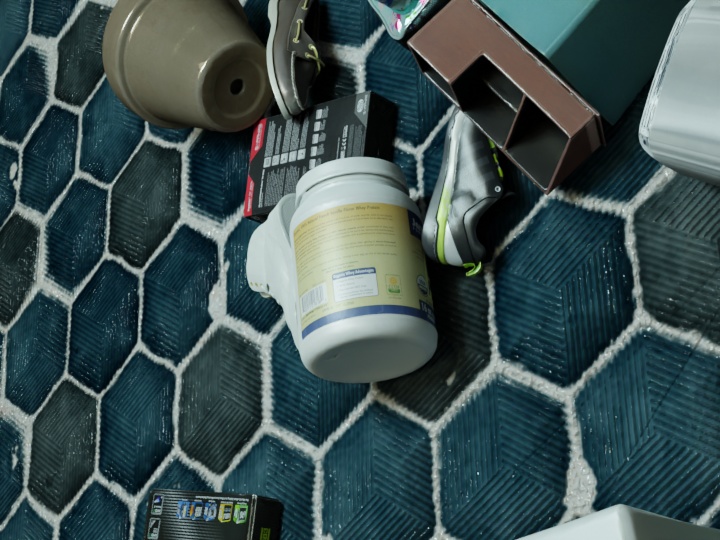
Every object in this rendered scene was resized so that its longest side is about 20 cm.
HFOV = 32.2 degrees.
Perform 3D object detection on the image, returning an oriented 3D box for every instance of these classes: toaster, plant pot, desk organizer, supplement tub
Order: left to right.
[{"bbox_3d":[-0.192,-0.254,1.530,0.174,0.199,0.202,34,100,45],"label":"plant pot"},{"bbox_3d":[0.000,0.000,1.289,0.143,0.143,0.203,-25,59,36],"label":"supplement tub"},{"bbox_3d":[0.140,-0.174,1.209,0.077,0.072,0.200,-42,66,0],"label":"desk organizer"},{"bbox_3d":[0.236,-0.275,1.166,0.200,0.141,0.142,-47,48,10],"label":"plant pot"},{"bbox_3d":[0.322,-0.143,1.048,0.129,0.113,0.203,21,93,50],"label":"toaster"}]

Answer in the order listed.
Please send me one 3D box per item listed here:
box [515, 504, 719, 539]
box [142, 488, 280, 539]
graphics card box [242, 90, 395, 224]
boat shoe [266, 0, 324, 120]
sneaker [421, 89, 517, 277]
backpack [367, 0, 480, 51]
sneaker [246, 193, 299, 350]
[{"bbox_3d":[0.202,0.306,0.943,0.170,0.199,0.202,-29,57,37],"label":"box"},{"bbox_3d":[-0.180,0.351,1.415,0.198,0.047,0.196,-6,69,44],"label":"box"},{"bbox_3d":[-0.050,-0.127,1.451,0.198,0.051,0.127,-9,69,44],"label":"graphics card box"},{"bbox_3d":[-0.075,-0.260,1.489,0.059,0.072,0.202,-12,46,9],"label":"boat shoe"},{"bbox_3d":[0.126,-0.093,1.271,0.082,0.072,0.203,12,85,22],"label":"sneaker"},{"bbox_3d":[0.082,-0.356,1.340,0.200,0.150,0.179,-43,49,19],"label":"backpack"},{"bbox_3d":[-0.073,0.028,1.418,0.115,0.073,0.203,-36,62,56],"label":"sneaker"}]
